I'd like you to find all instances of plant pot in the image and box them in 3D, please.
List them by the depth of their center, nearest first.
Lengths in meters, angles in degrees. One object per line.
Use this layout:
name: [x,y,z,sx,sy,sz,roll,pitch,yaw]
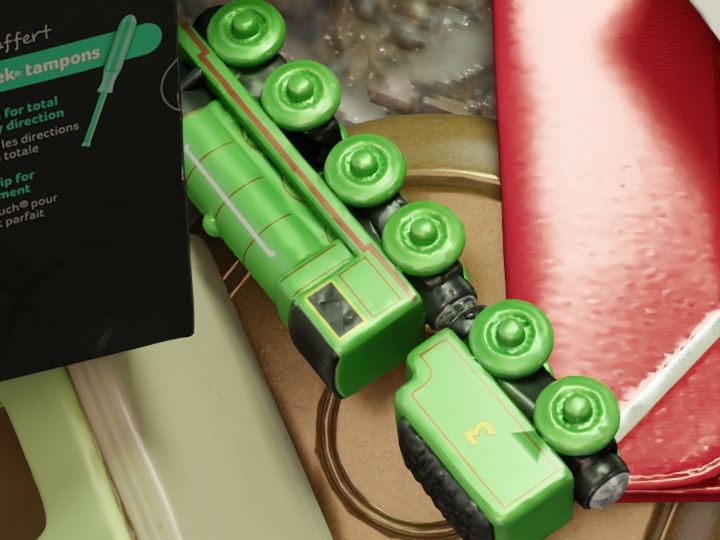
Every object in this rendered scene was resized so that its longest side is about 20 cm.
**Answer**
plant pot: [0.021,0.049,0.828,0.200,0.027,0.201,-1,84,6]

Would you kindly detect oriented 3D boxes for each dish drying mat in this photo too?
dish drying mat: [0.080,-0.030,0.813,0.077,0.018,0.200,0,74,-4]

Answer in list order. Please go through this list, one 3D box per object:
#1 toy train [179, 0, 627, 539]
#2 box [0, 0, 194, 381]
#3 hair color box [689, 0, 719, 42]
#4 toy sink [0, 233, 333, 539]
toy train: [0.000,0.000,0.778,0.056,0.042,0.200,-34,63,-13]
box: [-0.120,-0.087,0.656,0.124,0.200,0.149,-14,43,-15]
hair color box: [0.185,-0.123,0.762,0.200,0.061,0.100,-39,78,18]
toy sink: [-0.083,0.101,0.766,0.130,0.112,0.200,-27,76,17]
